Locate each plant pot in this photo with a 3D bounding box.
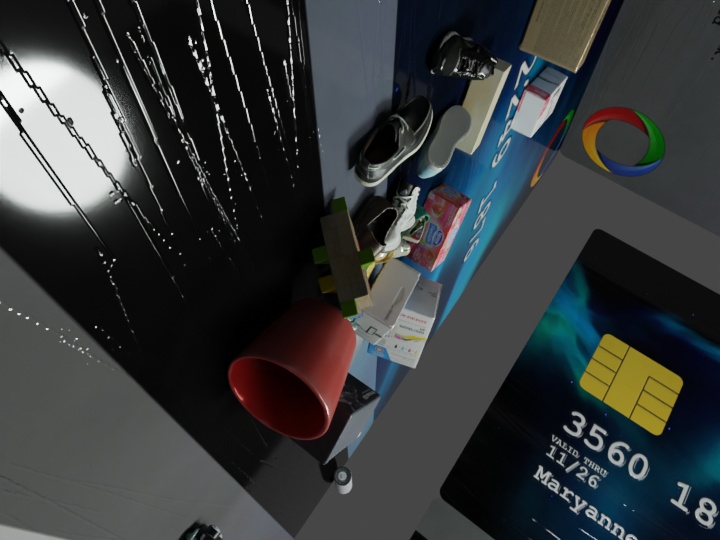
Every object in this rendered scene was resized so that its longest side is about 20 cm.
[{"bbox_3d":[-0.104,0.159,0.992,0.178,0.197,0.203,-56,166,-44],"label":"plant pot"}]

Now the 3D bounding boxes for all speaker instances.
[{"bbox_3d":[-0.076,0.927,2.505,0.082,0.080,0.201,-50,160,-24],"label":"speaker"}]

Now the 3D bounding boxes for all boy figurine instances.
[{"bbox_3d":[0.000,0.000,1.195,0.200,0.064,0.126,-42,147,-37],"label":"boy figurine"}]

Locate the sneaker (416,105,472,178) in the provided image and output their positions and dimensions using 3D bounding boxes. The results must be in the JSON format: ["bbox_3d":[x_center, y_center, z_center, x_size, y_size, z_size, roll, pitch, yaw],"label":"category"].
[{"bbox_3d":[0.173,-0.280,1.237,0.201,0.074,0.082,-54,-167,-30],"label":"sneaker"}]

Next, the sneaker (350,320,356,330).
[{"bbox_3d":[-0.071,0.124,1.223,0.091,0.078,0.200,-36,172,13],"label":"sneaker"}]

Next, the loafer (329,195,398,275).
[{"bbox_3d":[0.008,-0.053,1.085,0.072,0.071,0.203,31,82,-34],"label":"loafer"}]

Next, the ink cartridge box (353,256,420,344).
[{"bbox_3d":[0.050,0.073,1.312,0.148,0.083,0.200,-61,180,-21],"label":"ink cartridge box"}]

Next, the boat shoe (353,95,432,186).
[{"bbox_3d":[0.063,-0.231,0.970,0.201,0.071,0.068,-50,165,-20],"label":"boat shoe"}]

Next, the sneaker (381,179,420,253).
[{"bbox_3d":[0.068,-0.125,1.193,0.201,0.074,0.117,-50,154,-51],"label":"sneaker"}]

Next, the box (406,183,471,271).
[{"bbox_3d":[0.206,-0.115,1.523,0.102,0.094,0.203,-33,150,-55],"label":"box"}]

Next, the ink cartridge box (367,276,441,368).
[{"bbox_3d":[0.117,0.127,1.533,0.146,0.144,0.203,-70,176,-50],"label":"ink cartridge box"}]

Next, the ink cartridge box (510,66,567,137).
[{"bbox_3d":[0.588,-0.555,1.872,0.200,0.084,0.147,-48,160,-36],"label":"ink cartridge box"}]

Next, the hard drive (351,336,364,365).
[{"bbox_3d":[-0.037,0.212,1.497,0.203,0.033,0.139,-64,162,17],"label":"hard drive"}]

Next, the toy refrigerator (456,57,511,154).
[{"bbox_3d":[0.270,-0.381,1.308,0.076,0.069,0.202,-48,162,-49],"label":"toy refrigerator"}]

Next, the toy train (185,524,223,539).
[{"bbox_3d":[-0.371,0.638,1.215,0.201,0.084,0.114,-54,174,-22],"label":"toy train"}]

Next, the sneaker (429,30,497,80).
[{"bbox_3d":[0.202,-0.393,1.059,0.199,0.087,0.077,-36,153,-51],"label":"sneaker"}]

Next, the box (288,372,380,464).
[{"bbox_3d":[-0.088,0.266,1.168,0.119,0.198,0.196,-60,163,9],"label":"box"}]

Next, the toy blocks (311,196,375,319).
[{"bbox_3d":[-0.020,-0.005,0.994,0.098,0.204,0.137,-15,162,3],"label":"toy blocks"}]

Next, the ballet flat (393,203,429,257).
[{"bbox_3d":[0.100,-0.079,1.332,0.201,0.070,0.068,-50,162,-25],"label":"ballet flat"}]

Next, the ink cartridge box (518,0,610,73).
[{"bbox_3d":[0.506,-0.620,1.399,0.075,0.163,0.202,-46,160,-37],"label":"ink cartridge box"}]
